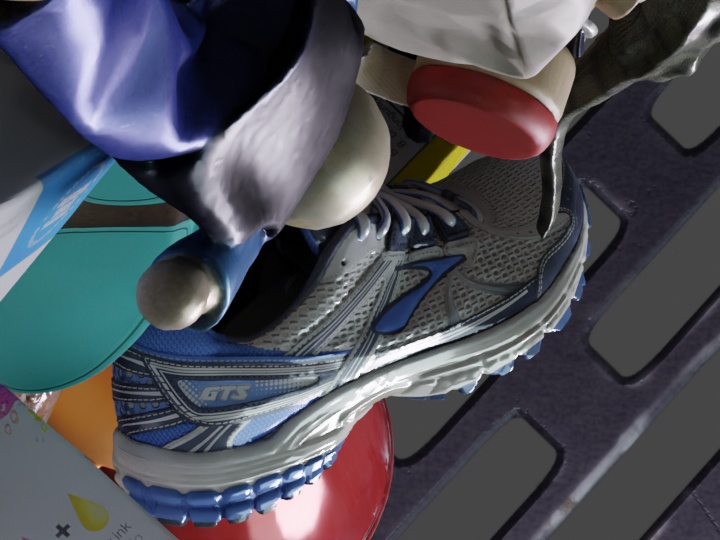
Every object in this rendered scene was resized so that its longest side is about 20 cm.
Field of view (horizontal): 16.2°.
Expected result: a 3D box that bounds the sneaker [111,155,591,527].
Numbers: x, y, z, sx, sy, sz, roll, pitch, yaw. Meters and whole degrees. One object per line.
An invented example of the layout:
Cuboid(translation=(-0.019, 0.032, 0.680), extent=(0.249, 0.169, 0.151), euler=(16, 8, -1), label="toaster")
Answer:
Cuboid(translation=(0.000, 0.000, 0.808), extent=(0.077, 0.086, 0.200), euler=(17, -140, 43), label="sneaker")

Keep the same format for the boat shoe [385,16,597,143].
Cuboid(translation=(0.062, -0.111, 0.798), extent=(0.074, 0.093, 0.200), euler=(-8, 164, -25), label="boat shoe")

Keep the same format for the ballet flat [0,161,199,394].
Cuboid(translation=(-0.073, -0.038, 0.684), extent=(0.075, 0.064, 0.200), euler=(-1, 150, -18), label="ballet flat")

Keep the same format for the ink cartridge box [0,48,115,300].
Cuboid(translation=(-0.147, 0.026, 0.573), extent=(0.200, 0.067, 0.116), euler=(-48, 178, 24), label="ink cartridge box")

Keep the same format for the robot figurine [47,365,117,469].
Cuboid(translation=(-0.069, 0.007, 1.082), extent=(0.200, 0.117, 0.144), euler=(-46, 177, -24), label="robot figurine")

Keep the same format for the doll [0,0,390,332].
Cuboid(translation=(-0.030, -0.056, 0.555), extent=(0.200, 0.048, 0.137), euler=(49, 58, -65), label="doll")

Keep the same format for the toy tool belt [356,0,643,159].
Cuboid(translation=(0.039, -0.122, 0.684), extent=(0.200, 0.124, 0.124), euler=(58, 50, -66), label="toy tool belt")

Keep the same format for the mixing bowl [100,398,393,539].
Cuboid(translation=(-0.080, 0.062, 1.203), extent=(0.200, 0.200, 0.109), euler=(-46, 162, -24), label="mixing bowl")

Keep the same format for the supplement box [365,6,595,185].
Cuboid(translation=(-0.018, -0.063, 0.929), extent=(0.200, 0.109, 0.110), euler=(-45, 177, -22), label="supplement box")

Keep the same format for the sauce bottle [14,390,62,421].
Cuboid(translation=(-0.145, 0.041, 0.951), extent=(0.066, 0.066, 0.200), euler=(-45, 178, -34), label="sauce bottle")

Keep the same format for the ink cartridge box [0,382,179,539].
Cuboid(translation=(-0.136, 0.103, 0.742), extent=(0.129, 0.200, 0.125), euler=(-46, 160, -17), label="ink cartridge box")

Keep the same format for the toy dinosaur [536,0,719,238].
Cuboid(translation=(0.093, -0.085, 0.742), extent=(0.200, 0.047, 0.089), euler=(132, -23, -63), label="toy dinosaur")
